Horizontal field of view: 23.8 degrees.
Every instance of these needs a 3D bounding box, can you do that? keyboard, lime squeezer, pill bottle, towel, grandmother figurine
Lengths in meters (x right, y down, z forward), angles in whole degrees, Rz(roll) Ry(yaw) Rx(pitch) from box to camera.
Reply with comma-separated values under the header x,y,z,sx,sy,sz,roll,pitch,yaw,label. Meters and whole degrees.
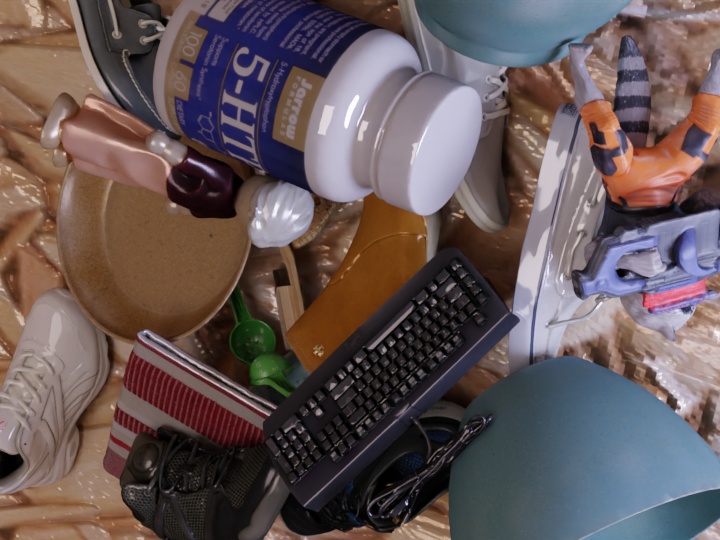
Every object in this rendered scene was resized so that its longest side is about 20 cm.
x,y,z,sx,sy,sz,roll,pitch,yaw,label
0.027,0.090,1.158,0.200,0.021,0.127,-45,65,14,keyboard
-0.073,0.055,1.303,0.200,0.038,0.071,-122,34,-47,lime squeezer
-0.027,-0.114,1.138,0.200,0.120,0.120,24,116,25,pill bottle
-0.129,0.136,1.352,0.144,0.023,0.200,29,141,6,towel
-0.127,-0.070,1.219,0.200,0.121,0.061,21,83,11,grandmother figurine

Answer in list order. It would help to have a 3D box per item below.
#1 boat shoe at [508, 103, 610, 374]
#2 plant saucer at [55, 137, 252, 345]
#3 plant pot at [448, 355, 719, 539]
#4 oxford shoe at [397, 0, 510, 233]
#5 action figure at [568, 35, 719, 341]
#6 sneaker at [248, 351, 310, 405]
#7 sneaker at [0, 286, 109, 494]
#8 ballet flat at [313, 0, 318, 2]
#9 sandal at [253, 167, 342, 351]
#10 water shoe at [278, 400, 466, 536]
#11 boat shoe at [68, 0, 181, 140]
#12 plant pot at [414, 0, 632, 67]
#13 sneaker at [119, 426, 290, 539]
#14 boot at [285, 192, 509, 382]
x,y,z,sx,sy,sz,roll,pitch,yaw,label
0.159,-0.010,1.182,0.086,0.075,0.202,14,106,13,boat shoe
-0.152,-0.041,1.325,0.200,0.035,0.200,-3,85,34,plant saucer
0.140,0.139,1.178,0.200,0.200,0.135,-40,64,32,plant pot
0.077,-0.123,1.184,0.058,0.075,0.200,-13,98,19,oxford shoe
0.210,-0.052,1.109,0.105,0.200,0.194,-150,58,-64,action figure
-0.030,0.092,1.302,0.200,0.082,0.074,-29,90,32,sneaker
-0.273,0.110,1.428,0.078,0.099,0.200,24,116,19,sneaker
-0.054,-0.228,1.220,0.073,0.073,0.200,39,120,12,ballet flat
-0.040,-0.044,1.287,0.070,0.078,0.212,-10,111,-2,sandal
0.003,0.163,1.301,0.200,0.079,0.072,-33,110,32,water shoe
-0.174,-0.185,1.286,0.062,0.073,0.200,-28,77,17,boat shoe
0.101,-0.216,1.082,0.200,0.200,0.134,30,139,17,plant pot
-0.118,0.161,1.291,0.114,0.076,0.199,35,147,-10,sneaker
0.000,0.001,1.222,0.144,0.071,0.201,-35,71,10,boot
